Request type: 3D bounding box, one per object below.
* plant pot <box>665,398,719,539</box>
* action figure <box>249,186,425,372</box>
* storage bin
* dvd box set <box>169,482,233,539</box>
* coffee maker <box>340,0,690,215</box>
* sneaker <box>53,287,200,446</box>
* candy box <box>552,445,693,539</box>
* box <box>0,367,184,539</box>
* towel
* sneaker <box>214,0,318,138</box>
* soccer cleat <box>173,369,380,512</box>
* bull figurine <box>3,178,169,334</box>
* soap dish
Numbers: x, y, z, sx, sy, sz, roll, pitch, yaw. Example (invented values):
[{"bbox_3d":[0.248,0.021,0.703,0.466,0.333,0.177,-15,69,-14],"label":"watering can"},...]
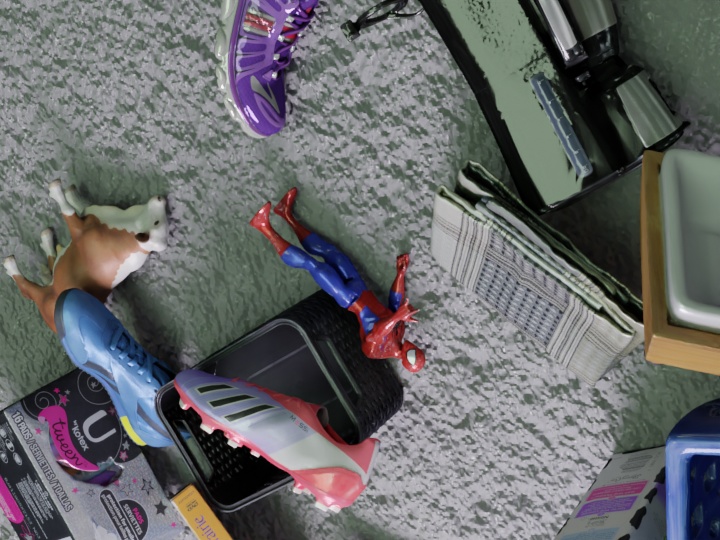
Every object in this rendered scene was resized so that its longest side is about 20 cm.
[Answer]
[{"bbox_3d":[0.344,0.183,0.965,0.198,0.180,0.202,1,106,28],"label":"plant pot"},{"bbox_3d":[0.000,0.000,1.153,0.200,0.065,0.099,50,131,5],"label":"action figure"},{"bbox_3d":[-0.077,0.121,1.221,0.199,0.094,0.136,-30,91,31],"label":"storage bin"},{"bbox_3d":[-0.119,0.297,1.286,0.029,0.146,0.201,-36,87,-12],"label":"dvd box set"},{"bbox_3d":[0.124,-0.148,1.003,0.191,0.134,0.201,-23,96,36],"label":"coffee maker"},{"bbox_3d":[-0.221,0.092,1.279,0.078,0.066,0.201,-9,126,30],"label":"sneaker"},{"bbox_3d":[0.227,0.257,1.040,0.071,0.200,0.169,-16,99,31],"label":"candy box"},{"bbox_3d":[-0.292,0.215,1.339,0.132,0.114,0.201,-26,95,50],"label":"box"},{"bbox_3d":[0.133,0.011,1.035,0.192,0.035,0.200,41,165,10],"label":"towel"},{"bbox_3d":[-0.075,-0.211,1.118,0.083,0.081,0.202,9,110,19],"label":"sneaker"},{"bbox_3d":[-0.074,0.132,1.141,0.199,0.067,0.077,32,88,21],"label":"soccer cleat"},{"bbox_3d":[-0.270,-0.018,1.294,0.122,0.065,0.200,47,120,10],"label":"bull figurine"},{"bbox_3d":[0.287,0.007,0.920,0.198,0.159,0.081,12,144,-8],"label":"soap dish"}]
